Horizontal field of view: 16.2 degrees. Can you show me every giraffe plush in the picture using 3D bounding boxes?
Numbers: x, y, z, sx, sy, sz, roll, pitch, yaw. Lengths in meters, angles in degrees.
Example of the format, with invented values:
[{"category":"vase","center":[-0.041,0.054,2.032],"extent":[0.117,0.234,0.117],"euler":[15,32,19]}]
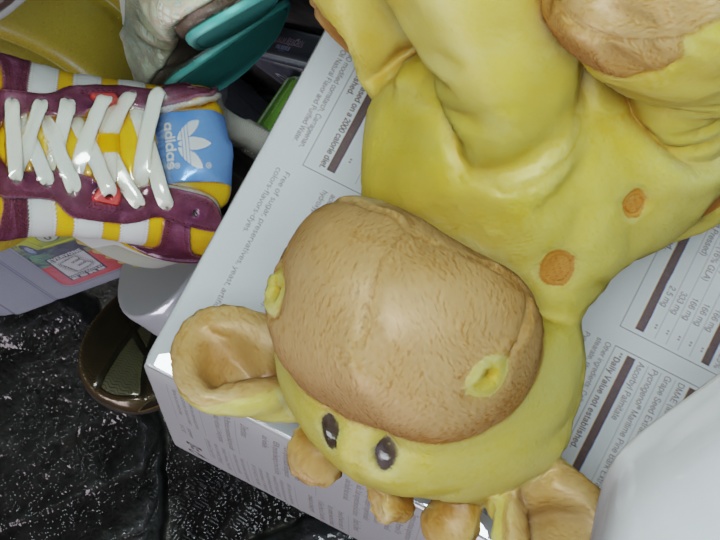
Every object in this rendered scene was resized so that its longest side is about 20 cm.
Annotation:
[{"category":"giraffe plush","center":[0.027,-0.014,0.677],"extent":[0.172,0.162,0.200],"euler":[25,171,42]}]

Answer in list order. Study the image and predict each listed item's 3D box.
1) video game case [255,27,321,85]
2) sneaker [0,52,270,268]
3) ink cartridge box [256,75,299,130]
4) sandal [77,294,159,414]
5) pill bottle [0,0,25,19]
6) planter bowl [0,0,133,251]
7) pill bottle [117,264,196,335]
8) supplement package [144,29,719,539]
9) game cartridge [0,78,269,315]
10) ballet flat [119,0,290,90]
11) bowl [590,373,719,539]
[{"category":"video game case","center":[0.049,-0.045,1.005],"extent":[0.143,0.019,0.200],"euler":[35,174,-30]},{"category":"sneaker","center":[-0.096,-0.044,0.889],"extent":[0.090,0.075,0.200],"euler":[-9,171,38]},{"category":"ink cartridge box","center":[0.000,0.000,1.109],"extent":[0.148,0.076,0.200],"euler":[34,170,-4]},{"category":"sandal","center":[-0.071,0.018,1.331],"extent":[0.082,0.200,0.055],"euler":[30,142,19]},{"category":"pill bottle","center":[-0.165,-0.149,0.777],"extent":[0.109,0.109,0.200],"euler":[29,173,16]},{"category":"planter bowl","center":[-0.186,-0.059,1.081],"extent":[0.200,0.084,0.201],"euler":[4,153,2]},{"category":"pill bottle","center":[-0.017,0.035,1.247],"extent":[0.200,0.112,0.112],"euler":[33,174,-29]},{"category":"supplement package","center":[0.055,0.026,0.830],"extent":[0.200,0.151,0.152],"euler":[27,168,5]},{"category":"game cartridge","center":[-0.134,-0.039,1.254],"extent":[0.133,0.200,0.041],"euler":[43,-149,-55]},{"category":"ballet flat","center":[-0.059,-0.107,0.917],"extent":[0.062,0.067,0.200],"euler":[59,170,1]},{"category":"bowl","center":[0.132,0.065,0.658],"extent":[0.075,0.199,0.200],"euler":[50,165,24]}]
